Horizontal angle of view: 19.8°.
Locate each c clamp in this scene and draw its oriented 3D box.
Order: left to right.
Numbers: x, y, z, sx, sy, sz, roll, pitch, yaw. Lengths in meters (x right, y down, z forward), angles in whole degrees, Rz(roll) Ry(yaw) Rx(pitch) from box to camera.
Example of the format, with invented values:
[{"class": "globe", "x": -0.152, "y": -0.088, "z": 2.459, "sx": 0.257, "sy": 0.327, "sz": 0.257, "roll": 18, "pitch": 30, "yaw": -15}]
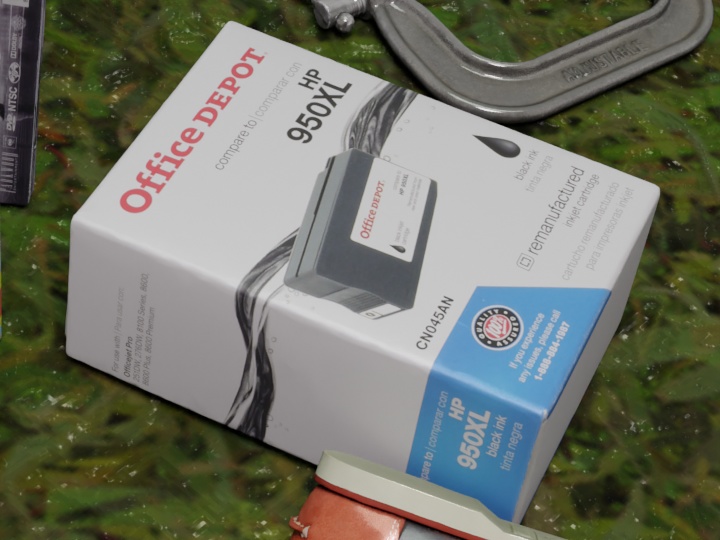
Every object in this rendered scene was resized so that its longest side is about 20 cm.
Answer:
[{"class": "c clamp", "x": 0.070, "y": -0.142, "z": 1.021, "sx": 0.199, "sy": 0.027, "sz": 0.171, "roll": -19, "pitch": 53, "yaw": -25}]

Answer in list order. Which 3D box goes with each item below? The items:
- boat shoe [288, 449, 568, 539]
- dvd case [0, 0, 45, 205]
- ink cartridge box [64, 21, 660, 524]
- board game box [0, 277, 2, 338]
[{"class": "boat shoe", "x": 0.067, "y": 0.127, "z": 0.741, "sx": 0.199, "sy": 0.071, "sz": 0.063, "roll": 20, "pitch": 88, "yaw": 5}, {"class": "dvd case", "x": -0.229, "y": -0.106, "z": 0.847, "sx": 0.199, "sy": 0.149, "sz": 0.016, "roll": 8, "pitch": 34, "yaw": -3}, {"class": "ink cartridge box", "x": 0.000, "y": 0.000, "z": 0.832, "sx": 0.199, "sy": 0.084, "sz": 0.145, "roll": 22, "pitch": 46, "yaw": 11}, {"class": "board game box", "x": -0.200, "y": -0.033, "z": 0.745, "sx": 0.105, "sy": 0.200, "sz": 0.103, "roll": 25, "pitch": 47, "yaw": 15}]
